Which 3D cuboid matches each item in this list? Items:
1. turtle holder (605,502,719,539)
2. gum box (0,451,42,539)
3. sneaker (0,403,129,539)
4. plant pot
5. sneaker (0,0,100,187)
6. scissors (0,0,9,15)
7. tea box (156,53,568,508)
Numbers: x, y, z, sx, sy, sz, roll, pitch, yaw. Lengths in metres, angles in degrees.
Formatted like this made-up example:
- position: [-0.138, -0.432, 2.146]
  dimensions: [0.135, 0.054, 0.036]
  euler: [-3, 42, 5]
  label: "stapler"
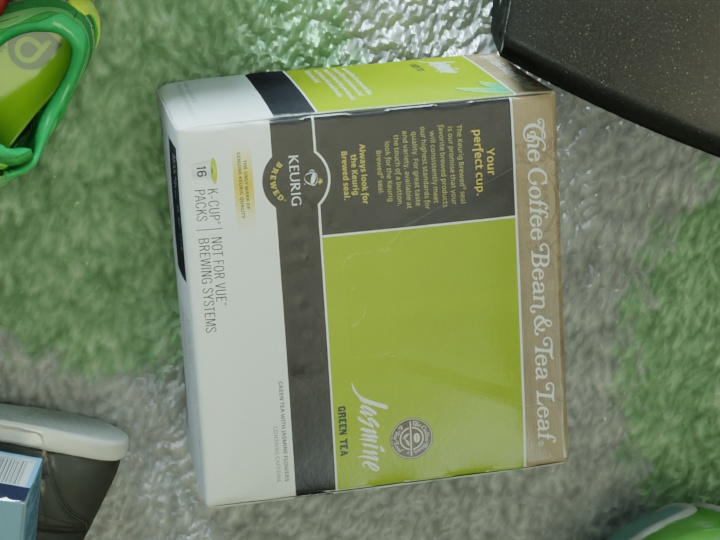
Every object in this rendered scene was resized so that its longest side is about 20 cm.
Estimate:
- position: [0.193, 0.186, 1.180]
  dimensions: [0.140, 0.132, 0.186]
  euler: [27, 97, -14]
  label: "turtle holder"
- position: [-0.261, 0.176, 1.095]
  dimensions: [0.169, 0.045, 0.201]
  euler: [10, 118, 1]
  label: "gum box"
- position: [-0.231, 0.117, 1.116]
  dimensions: [0.199, 0.071, 0.100]
  euler: [12, 97, -17]
  label: "sneaker"
- position: [0.165, -0.166, 1.062]
  dimensions: [0.176, 0.200, 0.201]
  euler: [10, 103, -2]
  label: "plant pot"
- position: [-0.209, -0.066, 1.068]
  dimensions: [0.074, 0.084, 0.200]
  euler: [35, 96, -17]
  label: "sneaker"
- position: [-0.162, -0.202, 1.074]
  dimensions: [0.073, 0.014, 0.200]
  euler: [40, 78, 19]
  label: "scissors"
- position: [0.000, 0.000, 1.097]
  dimensions: [0.195, 0.134, 0.201]
  euler: [-5, 105, -8]
  label: "tea box"
